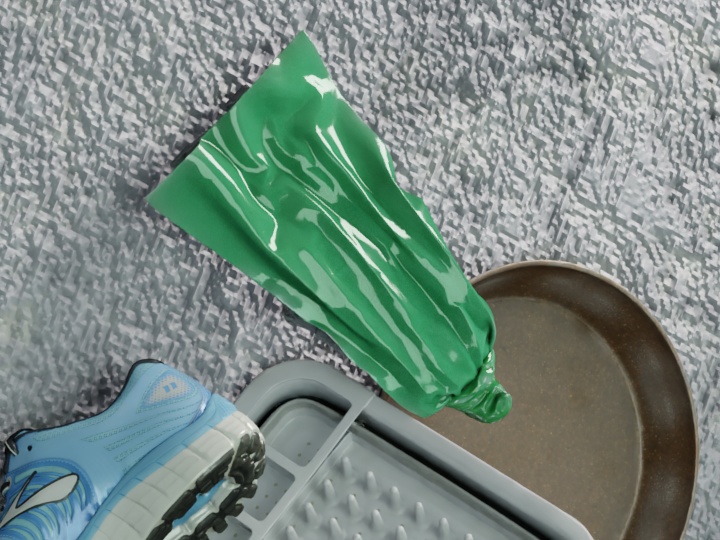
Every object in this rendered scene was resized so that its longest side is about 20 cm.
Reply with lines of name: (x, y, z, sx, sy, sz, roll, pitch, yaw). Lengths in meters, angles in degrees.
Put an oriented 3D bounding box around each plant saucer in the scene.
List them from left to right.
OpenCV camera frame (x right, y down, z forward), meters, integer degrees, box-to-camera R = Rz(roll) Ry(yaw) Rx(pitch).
plant saucer: (0.081, 0.095, 1.484, 0.199, 0.034, 0.202, -1, 93, -30)

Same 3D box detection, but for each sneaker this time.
sneaker: (-0.139, 0.119, 1.338, 0.200, 0.090, 0.078, -41, 155, -9)

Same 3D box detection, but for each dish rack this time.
dish rack: (-0.006, 0.151, 1.368, 0.172, 0.199, 0.044, -50, 154, -20)

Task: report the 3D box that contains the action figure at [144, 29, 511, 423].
action figure: (0.000, 0.000, 1.402, 0.200, 0.055, 0.118, 47, 70, -9)
